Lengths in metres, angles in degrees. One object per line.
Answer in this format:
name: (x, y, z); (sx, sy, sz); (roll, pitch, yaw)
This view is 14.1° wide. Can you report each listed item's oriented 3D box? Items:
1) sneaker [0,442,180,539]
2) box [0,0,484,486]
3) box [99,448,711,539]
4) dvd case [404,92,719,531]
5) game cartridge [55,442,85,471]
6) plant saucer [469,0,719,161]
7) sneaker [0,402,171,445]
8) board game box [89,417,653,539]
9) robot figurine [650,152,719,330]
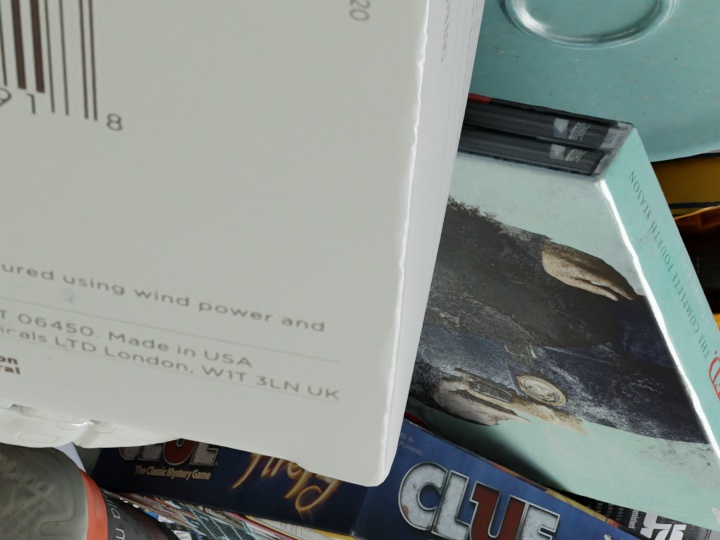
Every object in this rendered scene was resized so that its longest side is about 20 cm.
sneaker: (-0.133, 0.098, 0.850); (0.199, 0.077, 0.082); (-6, 159, 39)
box: (-0.073, -0.077, 0.563); (0.198, 0.131, 0.200); (11, 147, 5)
box: (0.014, 0.075, 0.941); (0.192, 0.048, 0.200); (7, 150, 0)
dvd case: (0.000, 0.000, 0.741); (0.199, 0.022, 0.146); (14, 149, 33)
game cartridge: (-0.187, 0.053, 0.897); (0.199, 0.042, 0.133); (1, 144, 16)
plant saucer: (0.054, -0.077, 0.687); (0.199, 0.036, 0.200); (2, 150, 1)
sneaker: (-0.109, -0.018, 0.720); (0.199, 0.082, 0.077); (22, 145, -28)
board game box: (0.039, 0.087, 0.829); (0.200, 0.035, 0.135); (28, 166, -33)
robot figurine: (0.124, 0.004, 0.789); (0.199, 0.058, 0.145); (-3, 159, 10)
